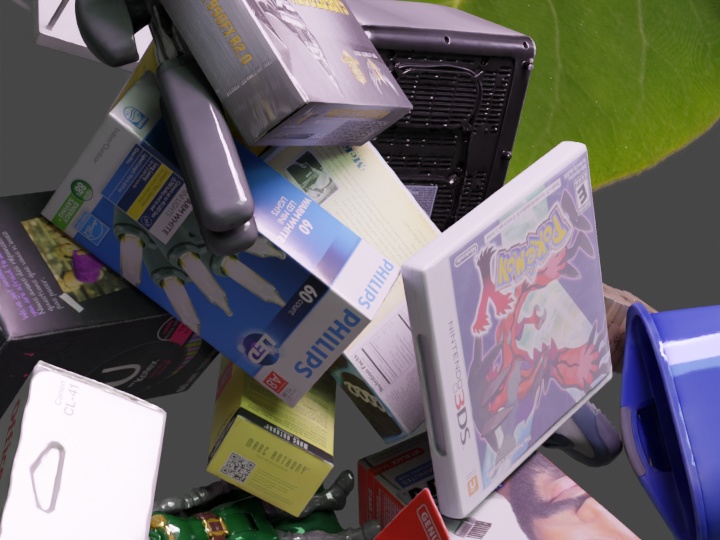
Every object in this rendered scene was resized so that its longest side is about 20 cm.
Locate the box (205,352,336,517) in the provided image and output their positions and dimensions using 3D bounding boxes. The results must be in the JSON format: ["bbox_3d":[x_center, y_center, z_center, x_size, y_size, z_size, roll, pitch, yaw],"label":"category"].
[{"bbox_3d":[-0.057,0.078,1.380,0.075,0.050,0.200,28,26,-15],"label":"box"}]

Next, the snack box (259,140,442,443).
[{"bbox_3d":[0.000,0.000,1.352,0.116,0.037,0.200,-41,96,-29],"label":"snack box"}]

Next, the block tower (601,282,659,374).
[{"bbox_3d":[0.155,0.029,1.572,0.199,0.058,0.054,20,14,-42],"label":"block tower"}]

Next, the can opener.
[{"bbox_3d":[-0.117,-0.096,1.199,0.066,0.053,0.201,-16,60,-8],"label":"can opener"}]

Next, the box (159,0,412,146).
[{"bbox_3d":[-0.055,-0.154,1.258,0.159,0.048,0.200,58,18,8],"label":"box"}]

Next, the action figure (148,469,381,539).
[{"bbox_3d":[-0.080,0.171,1.324,0.199,0.055,0.118,-5,51,-40],"label":"action figure"}]

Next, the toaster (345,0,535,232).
[{"bbox_3d":[0.012,-0.102,1.513,0.199,0.182,0.118,-2,22,-36],"label":"toaster"}]

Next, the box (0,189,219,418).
[{"bbox_3d":[-0.185,0.021,1.324,0.199,0.122,0.107,-9,62,-40],"label":"box"}]

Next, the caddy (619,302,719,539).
[{"bbox_3d":[0.247,0.118,1.527,0.104,0.141,0.202,-13,79,-2],"label":"caddy"}]

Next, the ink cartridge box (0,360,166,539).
[{"bbox_3d":[-0.189,0.172,1.134,0.085,0.200,0.148,22,45,-19],"label":"ink cartridge box"}]

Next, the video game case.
[{"bbox_3d":[0.102,0.036,1.350,0.023,0.183,0.200,10,31,35],"label":"video game case"}]

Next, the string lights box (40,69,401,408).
[{"bbox_3d":[-0.086,-0.018,1.261,0.200,0.103,0.059,38,40,-4],"label":"string lights box"}]

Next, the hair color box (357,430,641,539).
[{"bbox_3d":[0.096,0.179,1.355,0.110,0.064,0.200,-21,39,-27],"label":"hair color box"}]

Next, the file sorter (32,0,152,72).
[{"bbox_3d":[-0.139,-0.238,1.577,0.199,0.125,0.140,14,47,-26],"label":"file sorter"}]

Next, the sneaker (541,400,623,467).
[{"bbox_3d":[0.102,0.103,1.521,0.199,0.070,0.082,35,67,-10],"label":"sneaker"}]

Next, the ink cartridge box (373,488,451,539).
[{"bbox_3d":[0.020,0.261,1.230,0.043,0.174,0.201,-4,57,-38],"label":"ink cartridge box"}]

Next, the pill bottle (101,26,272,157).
[{"bbox_3d":[-0.113,-0.107,1.426,0.114,0.200,0.115,19,46,-21],"label":"pill bottle"}]
